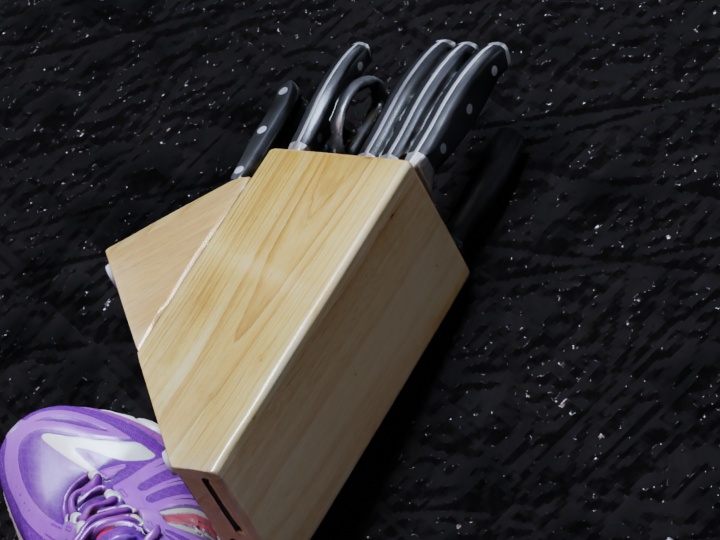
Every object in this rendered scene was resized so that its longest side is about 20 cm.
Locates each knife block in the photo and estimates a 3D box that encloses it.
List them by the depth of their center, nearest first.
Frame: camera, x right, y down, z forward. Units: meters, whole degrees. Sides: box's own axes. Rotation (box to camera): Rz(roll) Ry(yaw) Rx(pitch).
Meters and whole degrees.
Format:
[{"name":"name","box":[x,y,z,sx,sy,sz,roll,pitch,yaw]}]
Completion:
[{"name":"knife block","box":[0.000,0.000,1.092,0.175,0.064,0.200,-28,38,4]}]

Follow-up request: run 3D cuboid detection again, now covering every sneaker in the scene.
[{"name":"sneaker","box":[-0.081,0.104,1.066,0.081,0.083,0.200,-42,43,-3]}]

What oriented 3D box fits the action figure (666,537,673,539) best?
[{"name":"action figure","box":[0.060,0.139,0.917,0.130,0.069,0.200,-40,12,0]}]
